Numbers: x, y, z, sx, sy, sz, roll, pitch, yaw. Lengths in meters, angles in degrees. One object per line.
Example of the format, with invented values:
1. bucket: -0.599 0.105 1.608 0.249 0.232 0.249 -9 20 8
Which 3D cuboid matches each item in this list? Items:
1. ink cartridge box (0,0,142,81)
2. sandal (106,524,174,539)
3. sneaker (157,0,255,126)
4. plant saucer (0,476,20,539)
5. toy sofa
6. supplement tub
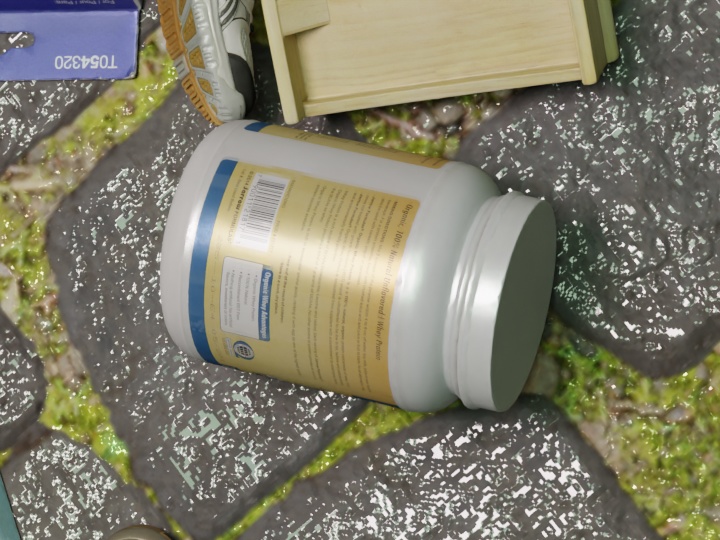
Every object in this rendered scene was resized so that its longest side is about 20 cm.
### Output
1. ink cartridge box: -0.232 -0.222 1.556 0.195 0.043 0.201 0 82 16
2. sandal: -0.125 0.251 1.459 0.080 0.054 0.201 -15 80 14
3. sneaker: -0.079 -0.189 1.473 0.087 0.076 0.201 -12 88 -23
4. plant saucer: -0.275 0.092 1.543 0.070 0.019 0.201 -22 79 13
5. toy sofa: 0.049 -0.147 1.451 0.199 0.098 0.083 -7 106 15
6. supplement tub: 0.000 0.000 1.405 0.199 0.145 0.145 13 87 18
